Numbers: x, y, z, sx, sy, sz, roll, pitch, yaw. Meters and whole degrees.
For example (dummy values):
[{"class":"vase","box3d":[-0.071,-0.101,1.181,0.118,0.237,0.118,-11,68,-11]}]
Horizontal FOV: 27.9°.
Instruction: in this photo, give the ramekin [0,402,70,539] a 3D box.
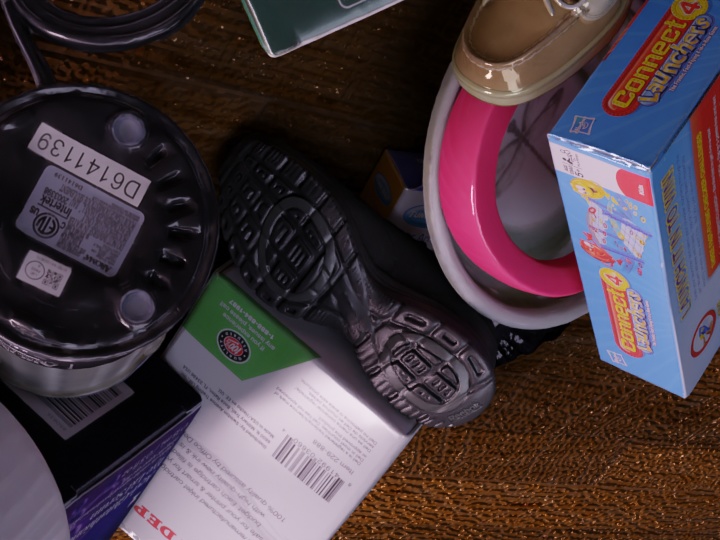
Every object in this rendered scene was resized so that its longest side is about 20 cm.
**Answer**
[{"class":"ramekin","box3d":[-0.237,0.133,0.699,0.201,0.200,0.098,-53,176,32]}]

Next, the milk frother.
[{"class":"milk frother","box3d":[-0.131,-0.057,0.695,0.200,0.180,0.188,-47,-176,-17]}]

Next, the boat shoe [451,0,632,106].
[{"class":"boat shoe","box3d":[0.112,-0.167,0.696,0.201,0.073,0.063,-46,146,-8]}]

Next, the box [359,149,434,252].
[{"class":"box","box3d":[0.039,-0.003,0.915,0.118,0.042,0.201,4,131,-32]}]

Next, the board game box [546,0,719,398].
[{"class":"board game box","box3d":[0.185,-0.068,0.757,0.196,0.056,0.200,-52,146,-21]}]

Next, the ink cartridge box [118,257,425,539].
[{"class":"ink cartridge box","box3d":[-0.060,0.099,0.885,0.200,0.146,0.084,-53,174,33]}]

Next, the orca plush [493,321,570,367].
[{"class":"orca plush","box3d":[0.136,0.015,0.916,0.200,0.071,0.105,-46,163,-5]}]

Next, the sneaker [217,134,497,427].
[{"class":"sneaker","box3d":[0.000,0.000,0.822,0.076,0.091,0.200,-41,96,26]}]

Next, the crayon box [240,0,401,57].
[{"class":"crayon box","box3d":[0.003,-0.145,0.653,0.125,0.200,0.052,-25,100,-1]}]

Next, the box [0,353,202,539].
[{"class":"box","box3d":[-0.206,0.133,0.834,0.200,0.104,0.148,-55,171,31]}]

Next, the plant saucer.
[{"class":"plant saucer","box3d":[0.101,-0.069,0.821,0.199,0.050,0.202,-12,111,-35]}]

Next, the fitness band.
[{"class":"fitness band","box3d":[0.117,-0.084,0.777,0.143,0.037,0.201,34,80,-37]}]
